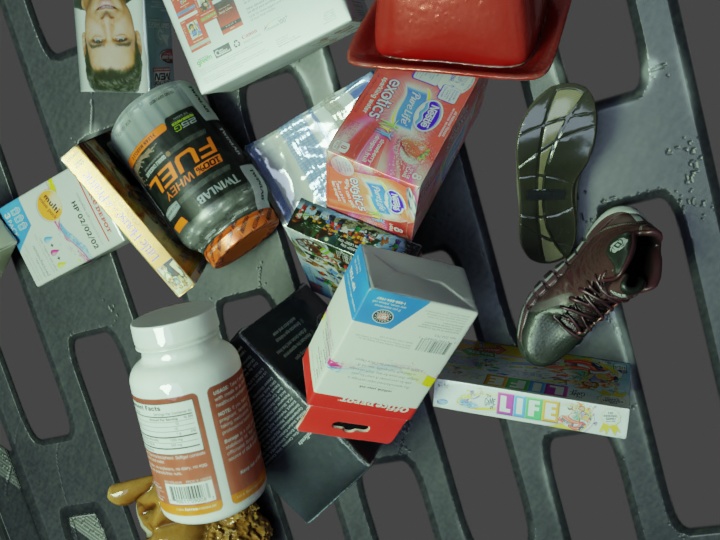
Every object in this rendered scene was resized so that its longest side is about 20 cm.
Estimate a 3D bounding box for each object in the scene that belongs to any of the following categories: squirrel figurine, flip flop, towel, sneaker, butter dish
[{"bbox_3d":[-0.213,0.362,1.094,0.198,0.142,0.188,-13,66,-5],"label":"squirrel figurine"},{"bbox_3d":[0.208,-0.104,0.902,0.080,0.058,0.201,4,120,13],"label":"flip flop"},{"bbox_3d":[-0.030,-0.126,0.989,0.199,0.024,0.148,-27,95,22],"label":"towel"},{"bbox_3d":[0.239,0.026,0.865,0.075,0.116,0.201,30,100,-11],"label":"sneaker"},{"bbox_3d":[0.098,-0.287,0.794,0.198,0.200,0.148,10,139,16],"label":"butter dish"}]

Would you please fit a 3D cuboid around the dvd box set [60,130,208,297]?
[{"bbox_3d":[-0.257,-0.071,0.992,0.029,0.146,0.200,-36,103,8],"label":"dvd box set"}]

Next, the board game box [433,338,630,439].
[{"bbox_3d":[0.191,0.125,0.919,0.198,0.134,0.035,7,106,16],"label":"board game box"}]

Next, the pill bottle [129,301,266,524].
[{"bbox_3d":[-0.166,0.139,0.841,0.111,0.112,0.202,-6,103,20],"label":"pill bottle"}]

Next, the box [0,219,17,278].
[{"bbox_3d":[-0.535,-0.003,1.129,0.082,0.068,0.200,48,134,5],"label":"box"}]

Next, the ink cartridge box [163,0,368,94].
[{"bbox_3d":[-0.114,-0.318,0.934,0.199,0.084,0.177,-19,97,21],"label":"ink cartridge box"}]

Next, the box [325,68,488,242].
[{"bbox_3d":[0.051,-0.143,0.857,0.102,0.201,0.095,22,149,11],"label":"box"}]

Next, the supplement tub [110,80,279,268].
[{"bbox_3d":[-0.191,-0.110,0.986,0.122,0.122,0.200,-39,85,23],"label":"supplement tub"}]

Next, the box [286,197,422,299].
[{"bbox_3d":[0.000,0.000,0.925,0.136,0.200,0.038,23,73,13],"label":"box"}]

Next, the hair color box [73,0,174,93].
[{"bbox_3d":[-0.285,-0.316,1.005,0.098,0.061,0.202,4,106,17],"label":"hair color box"}]

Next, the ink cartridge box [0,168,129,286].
[{"bbox_3d":[-0.355,-0.074,1.086,0.199,0.068,0.116,-24,95,22],"label":"ink cartridge box"}]

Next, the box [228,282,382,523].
[{"bbox_3d":[-0.063,0.145,0.974,0.200,0.197,0.118,44,113,3],"label":"box"}]

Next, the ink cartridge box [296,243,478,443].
[{"bbox_3d":[0.017,0.079,0.826,0.115,0.068,0.201,13,127,-21],"label":"ink cartridge box"}]
